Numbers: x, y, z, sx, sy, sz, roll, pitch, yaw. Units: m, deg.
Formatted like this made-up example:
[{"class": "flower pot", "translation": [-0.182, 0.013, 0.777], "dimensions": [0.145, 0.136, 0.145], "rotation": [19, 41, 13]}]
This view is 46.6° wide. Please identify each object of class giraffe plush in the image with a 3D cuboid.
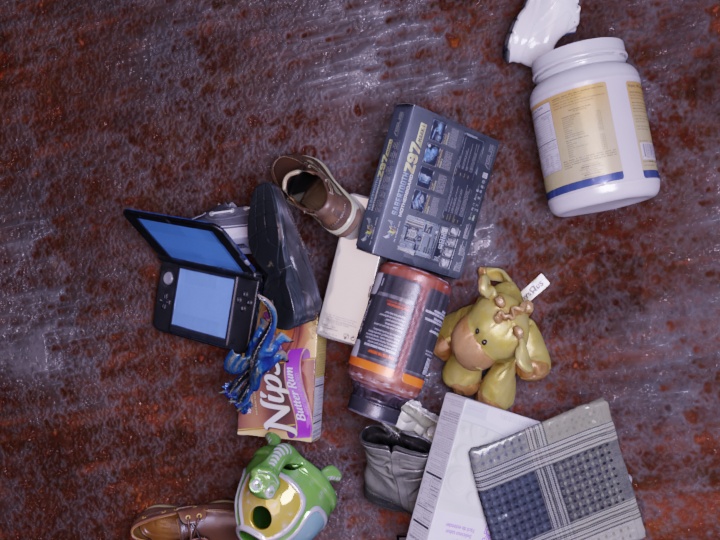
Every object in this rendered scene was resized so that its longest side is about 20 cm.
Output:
[{"class": "giraffe plush", "translation": [0.177, 0.085, 1.091], "dimensions": [0.171, 0.162, 0.202], "rotation": [33, 96, 12]}]

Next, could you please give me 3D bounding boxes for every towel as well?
[{"class": "towel", "translation": [0.247, 0.280, 1.051], "dimensions": [0.197, 0.035, 0.196], "rotation": [-18, 94, -7]}]

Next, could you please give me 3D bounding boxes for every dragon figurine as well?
[{"class": "dragon figurine", "translation": [-0.143, 0.121, 1.121], "dimensions": [0.058, 0.201, 0.100], "rotation": [34, 58, 11]}]

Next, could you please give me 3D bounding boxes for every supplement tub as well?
[{"class": "supplement tub", "translation": [0.045, 0.098, 1.109], "dimensions": [0.105, 0.107, 0.203], "rotation": [17, 83, 12]}, {"class": "supplement tub", "translation": [0.298, -0.182, 1.082], "dimensions": [0.142, 0.144, 0.204], "rotation": [-10, 86, 12]}]

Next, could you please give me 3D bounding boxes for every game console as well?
[{"class": "game console", "translation": [-0.247, 0.015, 1.186], "dimensions": [0.197, 0.118, 0.174], "rotation": [10, 91, 33]}]

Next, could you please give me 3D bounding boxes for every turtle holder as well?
[{"class": "turtle holder", "translation": [-0.103, 0.311, 1.132], "dimensions": [0.140, 0.186, 0.132], "rotation": [37, 59, -4]}]

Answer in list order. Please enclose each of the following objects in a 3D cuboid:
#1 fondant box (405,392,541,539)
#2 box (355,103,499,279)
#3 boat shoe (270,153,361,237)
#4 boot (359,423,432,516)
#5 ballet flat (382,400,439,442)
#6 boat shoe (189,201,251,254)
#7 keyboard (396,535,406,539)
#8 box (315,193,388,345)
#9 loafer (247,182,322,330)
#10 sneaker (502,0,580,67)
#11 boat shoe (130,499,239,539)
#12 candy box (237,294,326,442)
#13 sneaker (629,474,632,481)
[{"class": "fondant box", "translation": [0.153, 0.276, 1.076], "dimensions": [0.142, 0.058, 0.203], "rotation": [19, 84, -23]}, {"class": "box", "translation": [0.092, -0.104, 1.128], "dimensions": [0.051, 0.156, 0.204], "rotation": [17, 93, 57]}, {"class": "boat shoe", "translation": [-0.076, -0.121, 1.157], "dimensions": [0.202, 0.074, 0.075], "rotation": [36, 96, 46]}, {"class": "boot", "translation": [0.090, 0.280, 1.120], "dimensions": [0.197, 0.068, 0.132], "rotation": [13, 133, 14]}, {"class": "ballet flat", "translation": [0.073, 0.221, 1.162], "dimensions": [0.199, 0.072, 0.072], "rotation": [35, 96, 11]}, {"class": "boat shoe", "translation": [-0.198, -0.066, 1.232], "dimensions": [0.197, 0.072, 0.069], "rotation": [-3, 64, 23]}, {"class": "keyboard", "translation": [0.075, 0.477, 1.167], "dimensions": [0.102, 0.040, 0.204], "rotation": [-3, 87, 12]}, {"class": "box", "translation": [0.000, 0.000, 1.177], "dimensions": [0.067, 0.082, 0.204], "rotation": [15, 93, 13]}, {"class": "loafer", "translation": [-0.103, -0.022, 1.153], "dimensions": [0.072, 0.072, 0.204], "rotation": [-11, 89, 42]}, {"class": "sneaker", "translation": [0.264, -0.370, 1.142], "dimensions": [0.086, 0.075, 0.203], "rotation": [21, 100, 1]}, {"class": "boat shoe", "translation": [-0.244, 0.380, 1.227], "dimensions": [0.196, 0.068, 0.073], "rotation": [-4, 87, 12]}, {"class": "candy box", "translation": [-0.112, 0.139, 1.211], "dimensions": [0.114, 0.056, 0.204], "rotation": [4, 88, 13]}, {"class": "sneaker", "translation": [0.262, 0.322, 1.115], "dimensions": [0.099, 0.071, 0.201], "rotation": [38, 90, 10]}]
